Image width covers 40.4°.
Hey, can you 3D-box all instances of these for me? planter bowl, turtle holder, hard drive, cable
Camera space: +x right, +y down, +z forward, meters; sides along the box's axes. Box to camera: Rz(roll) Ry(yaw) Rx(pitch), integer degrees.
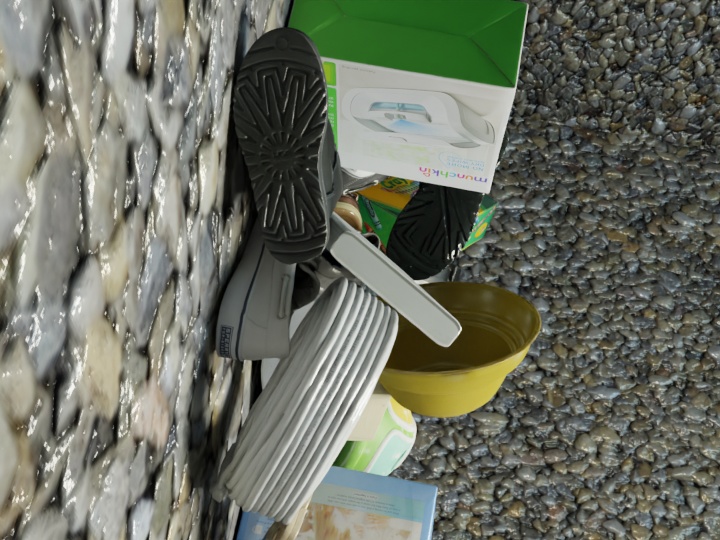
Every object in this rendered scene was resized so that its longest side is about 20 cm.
[{"bbox_3d":[0.082,0.089,0.981,0.201,0.199,0.084,-72,157,-64],"label":"planter bowl"},{"bbox_3d":[0.000,0.173,1.176,0.141,0.131,0.187,13,-95,56],"label":"turtle holder"},{"bbox_3d":[0.008,-0.007,0.869,0.026,0.132,0.200,-50,-162,2],"label":"hard drive"},{"bbox_3d":[-0.040,0.103,0.781,0.201,0.069,0.200,-62,-175,-20],"label":"cable"}]

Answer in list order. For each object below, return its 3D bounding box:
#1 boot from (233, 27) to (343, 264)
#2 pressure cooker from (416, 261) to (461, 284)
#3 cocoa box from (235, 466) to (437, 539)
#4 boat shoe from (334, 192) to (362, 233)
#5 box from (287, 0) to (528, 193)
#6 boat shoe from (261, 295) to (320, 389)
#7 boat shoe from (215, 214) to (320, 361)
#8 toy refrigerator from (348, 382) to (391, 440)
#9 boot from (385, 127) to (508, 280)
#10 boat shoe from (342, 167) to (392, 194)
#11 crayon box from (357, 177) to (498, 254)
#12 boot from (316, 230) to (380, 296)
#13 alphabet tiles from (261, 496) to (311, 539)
[{"bbox_3d":[-0.046,-0.111,0.762,0.200,0.065,0.166,-73,164,-71],"label":"boot"},{"bbox_3d":[0.028,0.031,1.284,0.178,0.175,0.201,16,-96,63],"label":"pressure cooker"},{"bbox_3d":[-0.026,0.289,1.043,0.131,0.198,0.134,89,11,-64],"label":"cocoa box"},{"bbox_3d":[-0.034,-0.060,1.101,0.200,0.072,0.073,100,-7,-76],"label":"boat shoe"},{"bbox_3d":[0.038,-0.169,0.890,0.177,0.198,0.097,93,8,-65],"label":"box"},{"bbox_3d":[-0.065,0.099,0.963,0.066,0.073,0.201,-90,-164,-58],"label":"boat shoe"},{"bbox_3d":[-0.064,0.008,0.801,0.201,0.065,0.074,-76,174,-52],"label":"boat shoe"},{"bbox_3d":[-0.020,0.086,1.084,0.201,0.069,0.076,-105,-153,-47],"label":"toy refrigerator"},{"bbox_3d":[0.093,-0.078,1.101,0.201,0.076,0.168,-61,-178,-1],"label":"boot"},{"bbox_3d":[0.023,-0.126,1.058,0.066,0.070,0.200,-50,173,36],"label":"boat shoe"},{"bbox_3d":[0.078,-0.069,1.234,0.200,0.118,0.059,-29,147,-55],"label":"crayon box"},{"bbox_3d":[0.000,0.000,1.040,0.200,0.074,0.096,-22,156,-54],"label":"boot"},{"bbox_3d":[-0.096,0.278,0.846,0.201,0.015,0.196,-60,-179,14],"label":"alphabet tiles"}]
